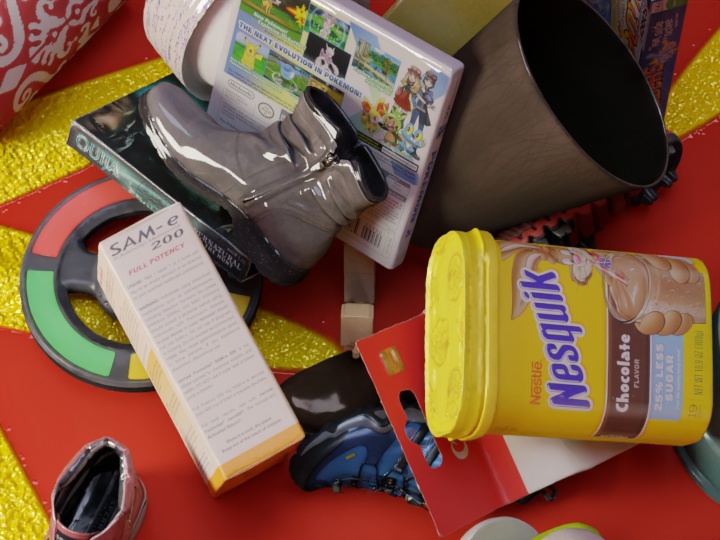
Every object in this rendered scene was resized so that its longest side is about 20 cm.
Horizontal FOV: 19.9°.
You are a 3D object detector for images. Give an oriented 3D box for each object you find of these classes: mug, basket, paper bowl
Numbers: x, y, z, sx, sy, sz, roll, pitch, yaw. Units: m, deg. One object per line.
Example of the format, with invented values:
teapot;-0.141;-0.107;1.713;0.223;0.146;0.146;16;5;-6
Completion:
mug;-0.309;-0.231;1.753;0.177;0.134;0.200;36;65;17
basket;0.107;-0.105;1.594;0.181;0.199;0.136;49;42;-17
paper bowl;-0.072;-0.219;1.698;0.200;0.201;0.105;-32;69;-15

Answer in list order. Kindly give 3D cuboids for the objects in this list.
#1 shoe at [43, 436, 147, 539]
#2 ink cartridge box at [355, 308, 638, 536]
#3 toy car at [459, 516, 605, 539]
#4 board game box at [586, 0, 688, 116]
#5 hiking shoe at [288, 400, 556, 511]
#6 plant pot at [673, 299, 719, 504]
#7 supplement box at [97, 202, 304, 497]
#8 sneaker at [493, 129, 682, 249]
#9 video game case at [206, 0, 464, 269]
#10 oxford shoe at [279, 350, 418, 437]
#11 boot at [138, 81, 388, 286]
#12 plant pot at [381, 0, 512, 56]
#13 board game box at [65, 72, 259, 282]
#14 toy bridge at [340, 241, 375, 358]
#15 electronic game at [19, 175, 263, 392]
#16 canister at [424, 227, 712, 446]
shoe;-0.219;0.222;1.526;0.071;0.091;0.201;19;64;11
ink cartridge box;0.112;0.087;1.545;0.199;0.050;0.162;-21;85;-38
toy car;0.117;0.276;1.470;0.200;0.175;0.150;-44;104;-20
board game box;0.223;-0.219;1.694;0.034;0.201;0.136;-14;61;-6
hiking shoe;0.046;0.149;1.570;0.198;0.075;0.087;-10;61;-4
plant pot;0.339;0.066;1.541;0.198;0.197;0.202;0;62;0
supplement box;-0.123;0.062;1.561;0.073;0.126;0.201;-28;84;-13
sneaker;0.166;-0.064;1.686;0.200;0.071;0.098;-39;61;-14
video game case;-0.027;-0.124;1.589;0.199;0.183;0.022;32;36;21
oxford shoe;0.026;0.078;1.605;0.198;0.085;0.073;-14;64;-5
boot;-0.071;-0.100;1.585;0.200;0.132;0.070;47;31;6
plant pot;0.104;-0.198;1.709;0.142;0.200;0.200;44;69;-6
board game box;-0.125;-0.080;1.688;0.199;0.028;0.135;37;39;18
toy bridge;0.000;0.000;1.649;0.027;0.068;0.201;2;41;1
electronic game;-0.178;0.006;1.670;0.198;0.042;0.202;-1;62;1
canister;0.154;0.053;1.507;0.198;0.087;0.150;5;77;-17
